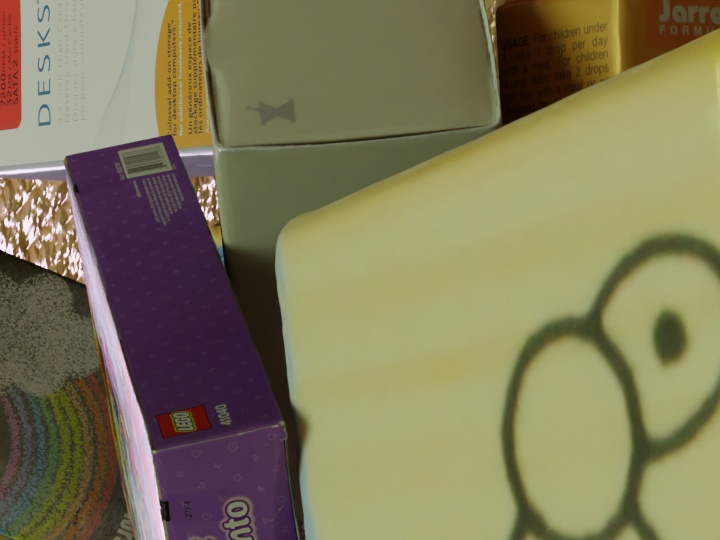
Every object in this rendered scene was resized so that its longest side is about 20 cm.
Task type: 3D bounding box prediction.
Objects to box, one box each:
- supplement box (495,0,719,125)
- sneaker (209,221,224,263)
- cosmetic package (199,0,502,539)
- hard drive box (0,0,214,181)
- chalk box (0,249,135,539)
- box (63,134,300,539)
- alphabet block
[{"bbox_3d":[0.088,0.012,0.889,0.069,0.066,0.200,-9,84,57],"label":"supplement box"},{"bbox_3d":[-0.047,0.038,1.117,0.088,0.075,0.200,60,143,13],"label":"sneaker"},{"bbox_3d":[0.000,0.000,0.925,0.200,0.087,0.103,86,179,-45],"label":"cosmetic package"},{"bbox_3d":[-0.073,-0.115,1.133,0.200,0.077,0.156,-3,88,58],"label":"hard drive box"},{"bbox_3d":[-0.079,0.104,1.045,0.124,0.200,0.125,114,179,-46],"label":"chalk box"},{"bbox_3d":[-0.049,0.061,0.862,0.200,0.039,0.137,-116,16,-63],"label":"box"},{"bbox_3d":[0.116,0.055,0.726,0.200,0.196,0.196,-20,76,56],"label":"alphabet block"}]
